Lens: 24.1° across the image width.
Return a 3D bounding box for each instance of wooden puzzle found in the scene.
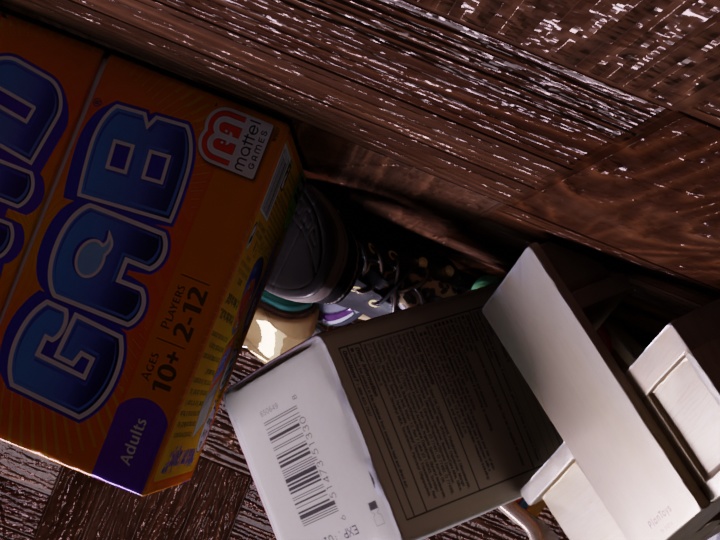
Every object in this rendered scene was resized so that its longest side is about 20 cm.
[{"bbox_3d":[0.079,0.138,1.257,0.200,0.037,0.185,45,180,16],"label":"wooden puzzle"}]

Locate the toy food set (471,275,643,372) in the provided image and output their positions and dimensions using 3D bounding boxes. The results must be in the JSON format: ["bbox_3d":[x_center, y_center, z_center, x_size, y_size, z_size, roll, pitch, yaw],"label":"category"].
[{"bbox_3d":[0.136,0.091,1.135,0.200,0.049,0.198,51,150,11],"label":"toy food set"}]

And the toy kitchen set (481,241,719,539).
[{"bbox_3d":[0.185,0.047,0.936,0.164,0.180,0.200,57,149,18],"label":"toy kitchen set"}]

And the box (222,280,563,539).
[{"bbox_3d":[0.038,0.093,1.022,0.199,0.129,0.109,-13,167,-43],"label":"box"}]

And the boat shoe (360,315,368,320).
[{"bbox_3d":[0.035,0.045,1.538,0.199,0.077,0.072,22,176,-3],"label":"boat shoe"}]

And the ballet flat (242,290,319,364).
[{"bbox_3d":[-0.116,0.006,1.209,0.200,0.063,0.068,35,-146,28],"label":"ballet flat"}]

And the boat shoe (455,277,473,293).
[{"bbox_3d":[0.089,0.044,1.333,0.200,0.072,0.068,34,171,-37],"label":"boat shoe"}]

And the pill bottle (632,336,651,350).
[{"bbox_3d":[0.176,0.100,1.247,0.199,0.113,0.112,18,175,42],"label":"pill bottle"}]

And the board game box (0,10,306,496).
[{"bbox_3d":[-0.160,-0.008,0.932,0.199,0.201,0.200,21,175,2],"label":"board game box"}]

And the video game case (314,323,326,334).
[{"bbox_3d":[-0.078,0.021,1.368,0.200,0.023,0.182,41,180,40],"label":"video game case"}]

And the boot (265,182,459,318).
[{"bbox_3d":[0.000,0.000,1.126,0.150,0.074,0.200,24,179,-22],"label":"boot"}]

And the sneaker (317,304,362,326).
[{"bbox_3d":[-0.057,-0.012,1.313,0.087,0.075,0.200,29,174,-28],"label":"sneaker"}]

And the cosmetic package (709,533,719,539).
[{"bbox_3d":[0.324,0.223,1.369,0.122,0.201,0.200,9,177,-1],"label":"cosmetic package"}]
